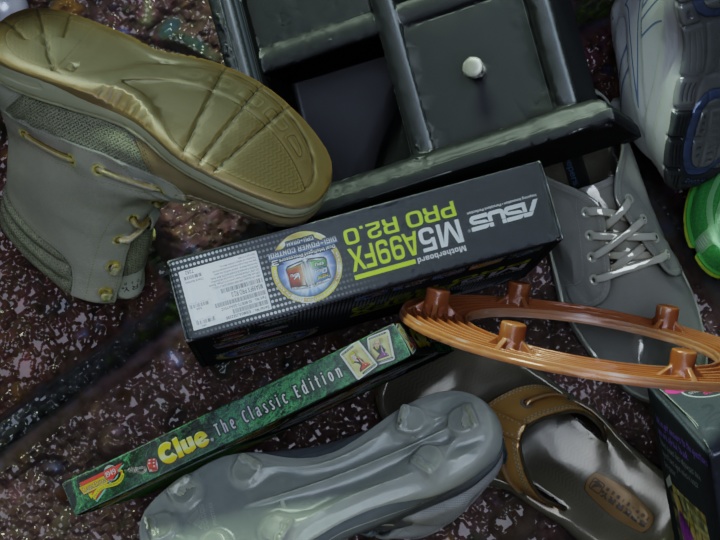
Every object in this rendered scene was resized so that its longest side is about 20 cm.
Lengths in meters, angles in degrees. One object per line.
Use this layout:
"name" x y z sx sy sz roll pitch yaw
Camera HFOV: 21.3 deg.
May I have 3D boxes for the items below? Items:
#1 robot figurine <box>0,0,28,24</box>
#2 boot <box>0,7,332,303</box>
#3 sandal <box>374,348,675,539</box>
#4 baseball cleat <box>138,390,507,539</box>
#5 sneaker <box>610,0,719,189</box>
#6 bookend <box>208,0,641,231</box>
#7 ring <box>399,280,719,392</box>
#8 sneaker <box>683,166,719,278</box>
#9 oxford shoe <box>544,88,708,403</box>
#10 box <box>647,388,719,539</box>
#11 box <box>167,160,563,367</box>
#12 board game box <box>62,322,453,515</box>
"robot figurine" -0.227 -0.205 1.031 0.199 0.113 0.171 -14 96 39
"boot" -0.111 -0.040 1.026 0.199 0.155 0.072 24 47 14
"sandal" 0.102 0.101 1.073 0.199 0.054 0.081 33 83 2
"baseball cleat" -0.015 0.129 1.022 0.199 0.107 0.070 -17 59 3
"sneaker" 0.172 -0.146 1.049 0.074 0.087 0.201 -12 125 -31
"bookend" 0.028 -0.141 1.047 0.199 0.092 0.200 -16 84 16
"ring" 0.119 0.030 0.976 0.199 0.200 0.019 9 97 -1
"sneaker" 0.267 -0.070 1.085 0.199 0.084 0.074 -34 86 -5
"oxford shoe" 0.142 -0.017 1.088 0.075 0.058 0.201 -21 87 -8
"box" 0.237 0.150 1.013 0.121 0.106 0.201 -14 110 -5
"box" 0.000 0.000 1.028 0.199 0.160 0.045 -15 83 -5
"board game box" -0.052 0.077 1.016 0.199 0.105 0.024 -26 85 13
